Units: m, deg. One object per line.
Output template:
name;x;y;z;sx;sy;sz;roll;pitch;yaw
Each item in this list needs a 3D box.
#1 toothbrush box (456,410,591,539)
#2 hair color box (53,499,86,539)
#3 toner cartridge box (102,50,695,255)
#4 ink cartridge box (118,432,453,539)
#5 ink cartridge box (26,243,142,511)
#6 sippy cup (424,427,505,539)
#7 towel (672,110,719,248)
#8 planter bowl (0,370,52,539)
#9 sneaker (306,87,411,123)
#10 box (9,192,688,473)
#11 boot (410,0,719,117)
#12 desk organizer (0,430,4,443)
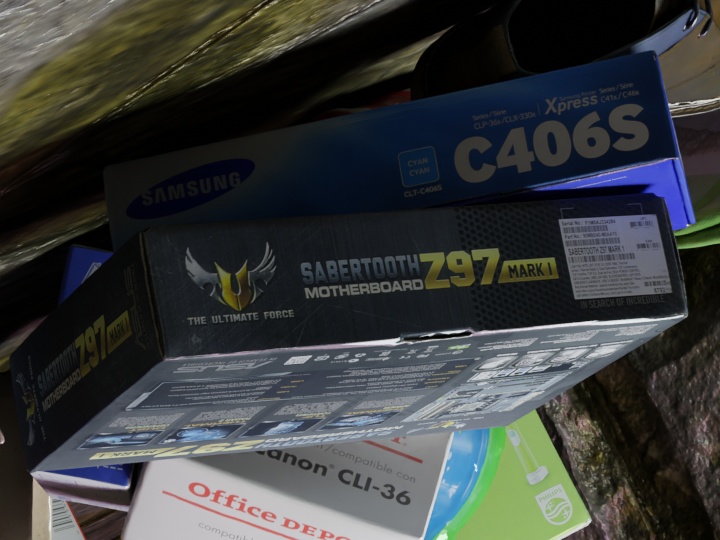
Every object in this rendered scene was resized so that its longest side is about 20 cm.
toothbrush box;0.029;0.061;1.525;0.086;0.200;0.146;-25;175;-6
hair color box;-0.255;0.164;1.620;0.200;0.111;0.064;-28;174;11
toner cartridge box;0.016;-0.027;1.079;0.200;0.043;0.095;-12;164;6
ink cartridge box;-0.036;0.104;1.220;0.068;0.116;0.200;-73;-179;-47
ink cartridge box;-0.109;0.050;1.280;0.044;0.094;0.200;10;172;-2
sippy cup;-0.017;0.066;1.358;0.140;0.178;0.130;-61;159;3
towel;0.189;-0.079;1.277;0.200;0.031;0.149;-46;-160;-31
planter bowl;-0.208;0.142;1.338;0.135;0.200;0.200;1;172;-4
sneaker;0.000;0.000;1.258;0.116;0.078;0.200;-27;159;-46
box;-0.008;0.023;1.066;0.200;0.051;0.158;-4;164;-24
boot;0.121;-0.097;1.110;0.200;0.075;0.097;-24;177;-12
desk organizer;-0.213;0.070;1.106;0.077;0.072;0.200;-21;172;-34
